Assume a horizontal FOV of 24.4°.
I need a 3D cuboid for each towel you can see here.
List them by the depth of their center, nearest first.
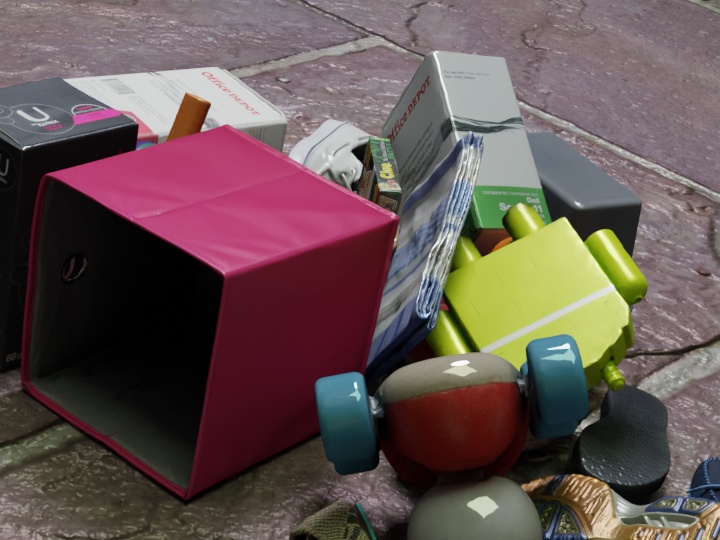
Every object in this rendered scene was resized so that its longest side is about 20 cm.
[{"bbox_3d":[0.048,-0.009,1.410,0.024,0.147,0.200,25,57,-12],"label":"towel"}]

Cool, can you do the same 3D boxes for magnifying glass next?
[{"bbox_3d":[-0.177,-0.057,1.438,0.080,0.200,0.022,25,6,19],"label":"magnifying glass"}]

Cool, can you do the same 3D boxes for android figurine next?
[{"bbox_3d":[0.144,0.033,1.355,0.182,0.041,0.200,-27,50,-5],"label":"android figurine"}]

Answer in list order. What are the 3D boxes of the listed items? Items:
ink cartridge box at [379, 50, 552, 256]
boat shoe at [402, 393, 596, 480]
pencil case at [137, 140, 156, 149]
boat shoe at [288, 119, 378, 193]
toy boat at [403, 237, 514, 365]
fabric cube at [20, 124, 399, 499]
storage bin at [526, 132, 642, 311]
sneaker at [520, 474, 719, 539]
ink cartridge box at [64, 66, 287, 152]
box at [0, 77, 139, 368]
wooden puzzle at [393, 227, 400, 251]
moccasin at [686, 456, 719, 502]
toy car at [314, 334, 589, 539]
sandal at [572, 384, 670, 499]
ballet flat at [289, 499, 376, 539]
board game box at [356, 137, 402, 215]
[{"bbox_3d":[0.095,-0.085,1.566,0.083,0.147,0.200,1,60,-23],"label":"ink cartridge box"},{"bbox_3d":[0.108,0.126,1.360,0.200,0.063,0.073,-4,16,-34],"label":"boat shoe"},{"bbox_3d":[-0.124,-0.046,1.474,0.200,0.093,0.085,20,9,19],"label":"pencil case"},{"bbox_3d":[-0.027,-0.093,1.590,0.065,0.074,0.200,12,32,12],"label":"boat shoe"},{"bbox_3d":[0.131,0.031,1.460,0.200,0.131,0.131,0,30,-22],"label":"toy boat"},{"bbox_3d":[-0.121,0.023,1.304,0.200,0.196,0.199,29,32,30],"label":"fabric cube"},{"bbox_3d":[0.192,-0.043,1.622,0.145,0.135,0.200,-6,33,-30],"label":"storage bin"},{"bbox_3d":[0.189,0.209,1.222,0.200,0.088,0.075,7,40,43],"label":"sneaker"},{"bbox_3d":[-0.197,-0.140,1.706,0.200,0.085,0.146,-11,35,-34],"label":"ink cartridge box"},{"bbox_3d":[-0.269,-0.040,1.360,0.106,0.200,0.122,30,33,32],"label":"box"},{"bbox_3d":[-0.085,-0.017,1.566,0.185,0.046,0.200,22,34,20],"label":"wooden puzzle"},{"bbox_3d":[0.315,0.200,1.281,0.080,0.068,0.200,3,28,-17],"label":"moccasin"},{"bbox_3d":[0.076,0.165,1.180,0.184,0.200,0.177,-10,-12,0],"label":"toy car"},{"bbox_3d":[0.219,0.150,1.379,0.076,0.043,0.200,26,20,11],"label":"sandal"},{"bbox_3d":[0.004,0.227,1.125,0.075,0.068,0.200,-22,32,-15],"label":"ballet flat"},{"bbox_3d":[0.000,0.000,1.391,0.023,0.200,0.105,7,27,-12],"label":"board game box"}]
